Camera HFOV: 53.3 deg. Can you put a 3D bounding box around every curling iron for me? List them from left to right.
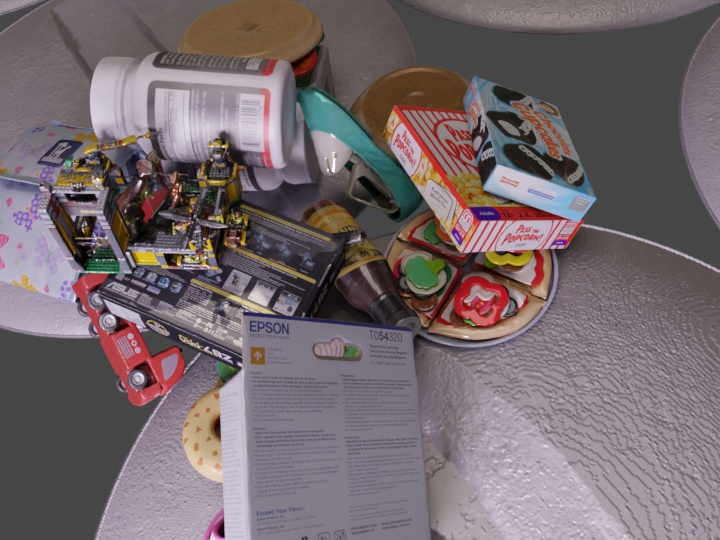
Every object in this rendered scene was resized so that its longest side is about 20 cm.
[{"bbox_3d":[-0.074,-0.035,0.806,0.199,0.025,0.050,0,80,43],"label":"curling iron"}]

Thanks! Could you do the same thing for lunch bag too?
[{"bbox_3d":[-0.344,-0.072,0.839,0.168,0.127,0.202,14,84,18],"label":"lunch bag"}]

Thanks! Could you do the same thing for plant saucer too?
[{"bbox_3d":[0.074,-0.211,0.952,0.198,0.036,0.202,-5,55,7],"label":"plant saucer"}]

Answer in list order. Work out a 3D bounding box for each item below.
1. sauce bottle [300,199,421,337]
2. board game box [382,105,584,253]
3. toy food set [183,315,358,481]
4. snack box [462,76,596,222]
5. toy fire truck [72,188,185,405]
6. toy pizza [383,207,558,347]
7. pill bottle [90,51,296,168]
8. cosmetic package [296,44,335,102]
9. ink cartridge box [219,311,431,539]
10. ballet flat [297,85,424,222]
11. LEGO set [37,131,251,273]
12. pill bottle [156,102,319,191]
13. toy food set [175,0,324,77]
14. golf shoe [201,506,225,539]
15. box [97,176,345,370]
[{"bbox_3d":[0.000,0.000,0.791,0.066,0.066,0.200,-31,51,-12],"label":"sauce bottle"},{"bbox_3d":[0.132,-0.105,0.806,0.150,0.047,0.201,-3,46,-31],"label":"board game box"},{"bbox_3d":[-0.064,0.131,0.718,0.198,0.049,0.199,13,58,19],"label":"toy food set"},{"bbox_3d":[0.184,-0.142,0.807,0.115,0.037,0.201,16,39,-14],"label":"snack box"},{"bbox_3d":[-0.228,0.027,0.780,0.141,0.049,0.201,-29,94,-37],"label":"toy fire truck"},{"bbox_3d":[0.120,-0.007,0.802,0.198,0.032,0.202,-5,55,7],"label":"toy pizza"},{"bbox_3d":[-0.174,-0.173,0.772,0.198,0.114,0.115,5,55,3],"label":"pill bottle"},{"bbox_3d":[-0.143,-0.241,0.980,0.198,0.085,0.108,1,51,9],"label":"cosmetic package"},{"bbox_3d":[-0.025,0.144,0.602,0.043,0.195,0.202,-21,67,44],"label":"ink cartridge box"},{"bbox_3d":[-0.005,-0.124,0.827,0.071,0.200,0.067,-59,25,-16],"label":"ballet flat"},{"bbox_3d":[-0.206,-0.078,0.681,0.198,0.116,0.155,8,58,5],"label":"LEGO set"},{"bbox_3d":[-0.156,-0.158,0.897,0.198,0.114,0.115,0,55,10],"label":"pill bottle"},{"bbox_3d":[-0.141,-0.295,0.933,0.196,0.049,0.201,7,45,16],"label":"toy food set"},{"bbox_3d":[-0.114,0.250,0.604,0.075,0.091,0.201,29,84,39],"label":"golf shoe"},{"bbox_3d":[-0.136,0.005,0.728,0.198,0.049,0.162,20,62,11],"label":"box"}]
